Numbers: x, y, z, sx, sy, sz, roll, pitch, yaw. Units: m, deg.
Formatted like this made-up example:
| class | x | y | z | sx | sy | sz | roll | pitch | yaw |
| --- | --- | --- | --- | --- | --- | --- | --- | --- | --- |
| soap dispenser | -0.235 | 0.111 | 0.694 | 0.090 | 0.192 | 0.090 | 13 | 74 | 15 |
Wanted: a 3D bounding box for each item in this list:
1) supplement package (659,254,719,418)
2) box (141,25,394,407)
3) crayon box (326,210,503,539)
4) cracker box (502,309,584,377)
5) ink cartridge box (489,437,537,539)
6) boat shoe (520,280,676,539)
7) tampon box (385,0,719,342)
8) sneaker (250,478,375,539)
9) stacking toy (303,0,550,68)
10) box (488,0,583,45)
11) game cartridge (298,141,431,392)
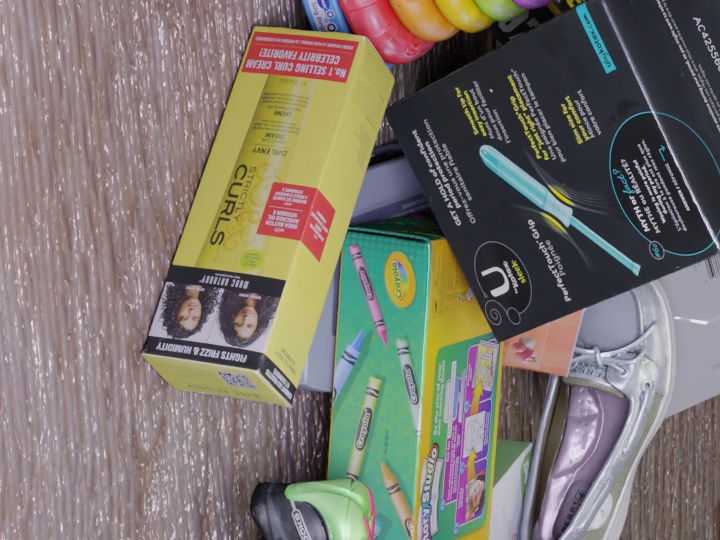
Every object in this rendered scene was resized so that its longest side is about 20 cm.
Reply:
| class | x | y | z | sx | sy | sz | roll | pitch | yaw |
| --- | --- | --- | --- | --- | --- | --- | --- | --- | --- |
| supplement package | 0.235 | -0.010 | 1.995 | 0.156 | 0.199 | 0.111 | 68 | -3 | -47 |
| box | -0.047 | -0.030 | 1.557 | 0.050 | 0.075 | 0.201 | 53 | 50 | -56 |
| crayon box | 0.034 | 0.071 | 1.696 | 0.119 | 0.058 | 0.201 | -12 | 108 | -64 |
| cracker box | 0.120 | -0.051 | 1.822 | 0.200 | 0.057 | 0.134 | -82 | -178 | -50 |
| ink cartridge box | 0.071 | 0.172 | 1.883 | 0.200 | 0.059 | 0.104 | -45 | 135 | -53 |
| boat shoe | 0.148 | 0.096 | 1.872 | 0.065 | 0.074 | 0.203 | 9 | 99 | -62 |
| tampon box | 0.140 | -0.071 | 1.593 | 0.126 | 0.200 | 0.150 | -27 | 91 | -37 |
| sneaker | -0.043 | 0.191 | 1.638 | 0.077 | 0.083 | 0.201 | -77 | 178 | -57 |
| stacking toy | 0.074 | -0.175 | 1.599 | 0.110 | 0.199 | 0.117 | -49 | 128 | -51 |
| box | 0.128 | -0.172 | 1.776 | 0.200 | 0.049 | 0.160 | 50 | 34 | -6 |
| game cartridge | 0.000 | 0.000 | 1.712 | 0.200 | 0.041 | 0.134 | -20 | 111 | -62 |
